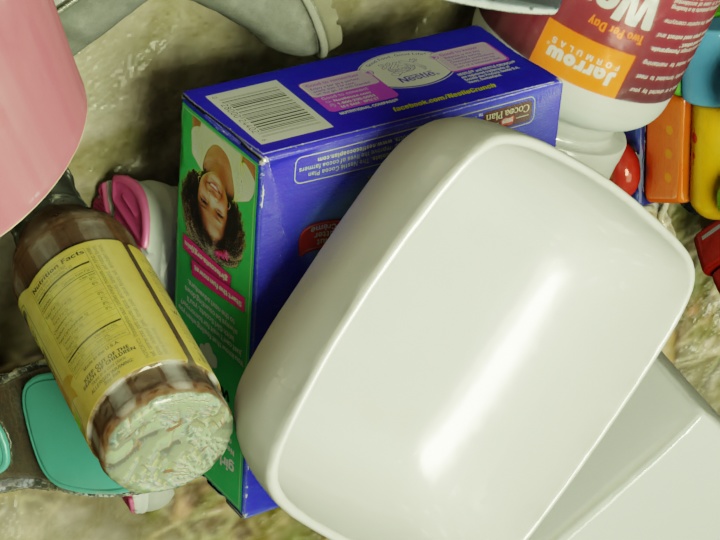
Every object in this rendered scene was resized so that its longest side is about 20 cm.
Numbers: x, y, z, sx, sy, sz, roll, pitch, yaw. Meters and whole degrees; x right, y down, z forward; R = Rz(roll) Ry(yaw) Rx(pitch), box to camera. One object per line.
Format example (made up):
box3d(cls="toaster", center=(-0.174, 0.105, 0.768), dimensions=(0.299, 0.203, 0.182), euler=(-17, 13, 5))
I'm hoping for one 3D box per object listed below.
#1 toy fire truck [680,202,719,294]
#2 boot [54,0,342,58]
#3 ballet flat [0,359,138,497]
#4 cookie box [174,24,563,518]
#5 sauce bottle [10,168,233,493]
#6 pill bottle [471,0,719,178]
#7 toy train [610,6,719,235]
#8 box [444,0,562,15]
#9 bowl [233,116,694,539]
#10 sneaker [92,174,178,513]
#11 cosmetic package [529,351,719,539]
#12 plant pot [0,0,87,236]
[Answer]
box3d(cls="toy fire truck", center=(0.291, -0.006, 1.320), dimensions=(0.128, 0.201, 0.176), euler=(8, 147, -38))
box3d(cls="boot", center=(-0.126, -0.110, 1.073), dimensions=(0.200, 0.073, 0.182), euler=(-42, 124, -5))
box3d(cls="ballet flat", center=(-0.151, 0.072, 1.158), dimensions=(0.200, 0.072, 0.072), euler=(-7, 148, 31))
box3d(cls="cookie box", center=(0.000, 0.000, 1.145), dimensions=(0.171, 0.075, 0.201), euler=(-16, 127, -30))
box3d(cls="sauce bottle", center=(-0.120, 0.016, 1.087), dimensions=(0.065, 0.200, 0.065), euler=(-15, 132, -17))
box3d(cls="pill bottle", center=(0.121, -0.139, 1.185), dimensions=(0.109, 0.110, 0.200), euler=(4, 122, -36))
box3d(cls="toy train", center=(0.187, -0.045, 1.278), dimensions=(0.084, 0.116, 0.201), euler=(-13, 116, -24))
box3d(cls="box", center=(0.053, -0.235, 1.032), dimensions=(0.104, 0.148, 0.200), euler=(5, 123, -37))
box3d(cls="bowl", center=(0.038, 0.030, 1.083), dimensions=(0.200, 0.075, 0.200), euler=(30, 95, -49))
box3d(cls="sneaker", center=(-0.090, 0.040, 1.217), dimensions=(0.088, 0.081, 0.200), euler=(-8, 130, -26))
box3d(cls="cosmetic package", center=(0.108, 0.104, 1.316), dimensions=(0.166, 0.200, 0.167), euler=(-43, 138, 5))
box3d(cls="plant pot", center=(-0.203, -0.100, 0.921), dimensions=(0.200, 0.200, 0.179), euler=(-35, 128, -4))
